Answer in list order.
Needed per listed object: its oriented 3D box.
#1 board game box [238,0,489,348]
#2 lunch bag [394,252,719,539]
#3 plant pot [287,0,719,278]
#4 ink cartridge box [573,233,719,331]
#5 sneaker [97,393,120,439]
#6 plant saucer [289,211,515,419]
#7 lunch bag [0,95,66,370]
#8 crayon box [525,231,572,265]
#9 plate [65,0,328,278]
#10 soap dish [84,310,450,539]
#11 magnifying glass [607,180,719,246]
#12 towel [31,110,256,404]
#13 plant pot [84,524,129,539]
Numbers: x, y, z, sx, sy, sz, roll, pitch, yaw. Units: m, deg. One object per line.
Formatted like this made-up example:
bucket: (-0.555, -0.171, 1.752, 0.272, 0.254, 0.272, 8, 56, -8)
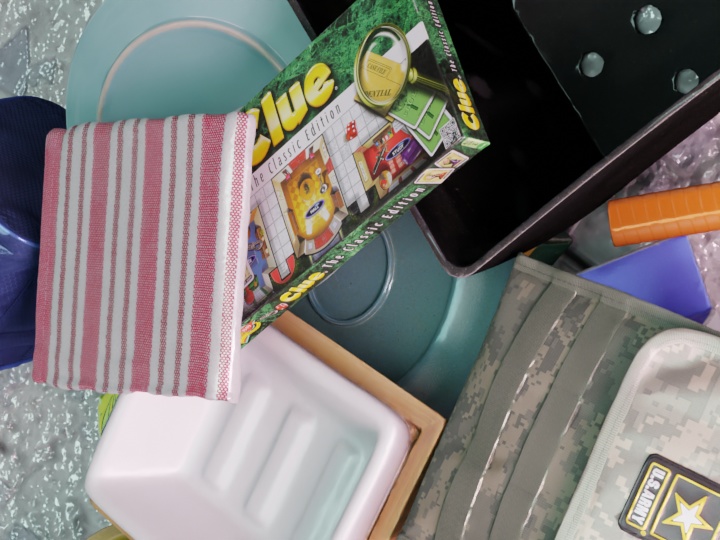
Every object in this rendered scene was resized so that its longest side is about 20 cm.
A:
board game box: (-0.022, -0.053, 0.997, 0.200, 0.023, 0.105, -40, 55, 36)
lunch bag: (0.131, 0.102, 0.925, 0.200, 0.117, 0.165, 24, 90, 52)
plant pot: (0.113, -0.136, 1.031, 0.200, 0.177, 0.200, -39, 72, 29)
ink cartridge box: (0.119, 0.106, 1.070, 0.197, 0.043, 0.201, -24, 84, 28)
sneaker: (-0.129, 0.074, 1.248, 0.076, 0.075, 0.202, 14, 98, 30)
plant saucer: (0.000, 0.000, 1.119, 0.199, 0.027, 0.202, -8, 77, 38)
lunch bag: (-0.232, -0.013, 1.236, 0.136, 0.200, 0.133, 43, 115, 17)
crayon box: (0.013, 0.010, 1.172, 0.126, 0.051, 0.200, 49, 113, 21)
plate: (-0.083, -0.073, 1.109, 0.199, 0.026, 0.202, 7, 108, 22)
soap dish: (-0.045, 0.105, 1.065, 0.200, 0.081, 0.158, 32, 101, 39)
magnifying glass: (0.226, -0.040, 1.024, 0.198, 0.022, 0.080, -9, 70, 13)
towel: (-0.115, -0.007, 1.061, 0.199, 0.030, 0.148, 1, 87, 52)
plant pot: (-0.152, 0.283, 1.220, 0.190, 0.199, 0.201, -41, 71, 39)
